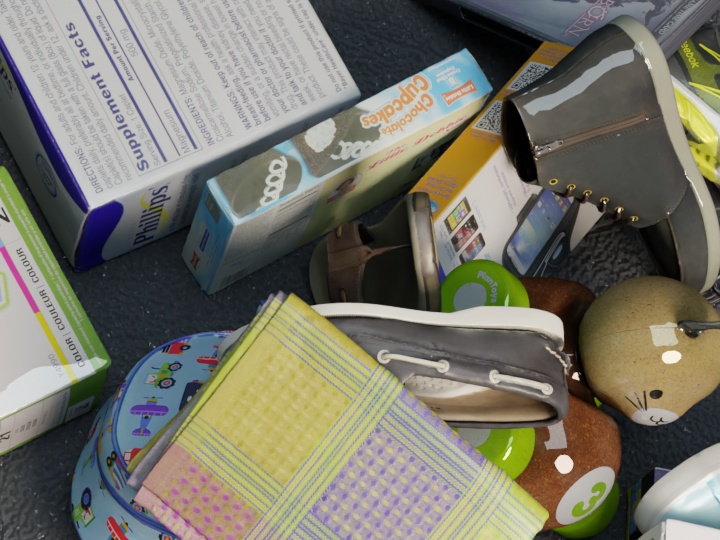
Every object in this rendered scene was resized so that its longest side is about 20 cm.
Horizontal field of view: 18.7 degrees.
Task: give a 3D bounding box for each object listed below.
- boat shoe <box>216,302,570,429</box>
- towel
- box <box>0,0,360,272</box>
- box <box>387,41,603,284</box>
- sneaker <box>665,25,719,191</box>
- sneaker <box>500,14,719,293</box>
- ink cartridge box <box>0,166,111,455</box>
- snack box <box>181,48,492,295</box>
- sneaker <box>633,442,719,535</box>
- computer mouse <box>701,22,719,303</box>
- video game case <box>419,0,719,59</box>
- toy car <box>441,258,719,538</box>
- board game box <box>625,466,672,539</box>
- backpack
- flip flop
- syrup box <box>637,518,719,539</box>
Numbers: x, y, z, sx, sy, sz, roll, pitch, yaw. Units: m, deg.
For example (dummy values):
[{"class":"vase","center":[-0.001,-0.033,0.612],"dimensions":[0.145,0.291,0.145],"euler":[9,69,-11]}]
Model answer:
[{"class":"boat shoe","center":[0.020,0.061,1.221],"dimensions":[0.198,0.074,0.061],"euler":[0,59,-11]},{"class":"towel","center":[-0.014,0.121,1.186],"dimensions":[0.200,0.023,0.144],"euler":[38,96,1]},{"class":"box","center":[-0.133,-0.131,1.405],"dimensions":[0.199,0.105,0.185],"euler":[-24,76,-22]},{"class":"box","center":[0.092,-0.039,1.416],"dimensions":[0.041,0.120,0.200],"euler":[21,58,41]},{"class":"sneaker","center":[0.267,-0.087,1.445],"dimensions":[0.200,0.074,0.085],"euler":[41,73,0]},{"class":"sneaker","center":[0.155,-0.054,1.390],"dimensions":[0.106,0.075,0.201],"euler":[-30,118,-12]},{"class":"ink cartridge box","center":[-0.272,0.050,1.314],"dimensions":[0.199,0.076,0.149],"euler":[-26,76,-23]},{"class":"snack box","center":[-0.016,-0.062,1.398],"dimensions":[0.199,0.116,0.037],"euler":[-28,76,-22]},{"class":"sneaker","center":[0.268,0.147,1.331],"dimensions":[0.198,0.074,0.082],"euler":[-9,43,-17]},{"class":"computer mouse","center":[0.233,-0.079,1.503],"dimensions":[0.137,0.053,0.201],"euler":[-20,83,-14]},{"class":"video game case","center":[0.149,-0.202,1.493],"dimensions":[0.199,0.019,0.143],"euler":[28,60,35]},{"class":"toy car","center":[0.167,0.068,1.314],"dimensions":[0.198,0.164,0.159],"euler":[-12,65,26]},{"class":"board game box","center":[0.265,0.225,1.381],"dimensions":[0.198,0.057,0.167],"euler":[10,67,-9]},{"class":"backpack","center":[-0.066,0.108,1.297],"dimensions":[0.198,0.135,0.183],"euler":[16,46,2]},{"class":"flip flop","center":[0.000,0.000,1.332],"dimensions":[0.057,0.200,0.082],"euler":[-5,88,-22]},{"class":"syrup box","center":[0.256,0.216,1.306],"dimensions":[0.198,0.082,0.079],"euler":[12,63,-7]}]
